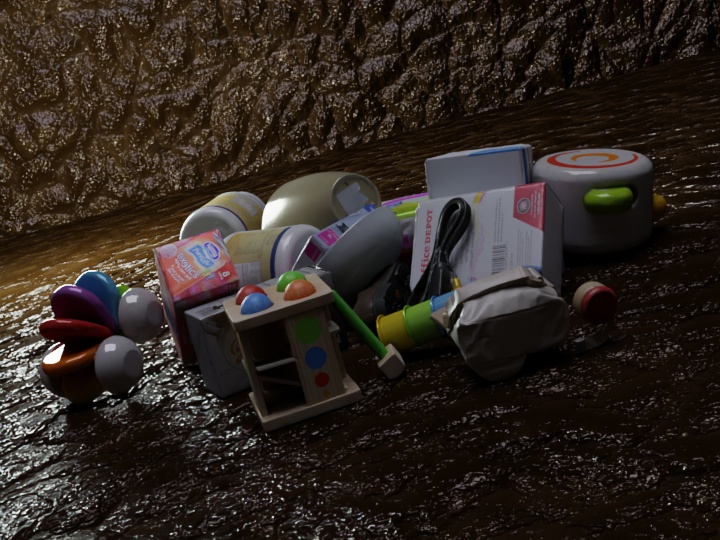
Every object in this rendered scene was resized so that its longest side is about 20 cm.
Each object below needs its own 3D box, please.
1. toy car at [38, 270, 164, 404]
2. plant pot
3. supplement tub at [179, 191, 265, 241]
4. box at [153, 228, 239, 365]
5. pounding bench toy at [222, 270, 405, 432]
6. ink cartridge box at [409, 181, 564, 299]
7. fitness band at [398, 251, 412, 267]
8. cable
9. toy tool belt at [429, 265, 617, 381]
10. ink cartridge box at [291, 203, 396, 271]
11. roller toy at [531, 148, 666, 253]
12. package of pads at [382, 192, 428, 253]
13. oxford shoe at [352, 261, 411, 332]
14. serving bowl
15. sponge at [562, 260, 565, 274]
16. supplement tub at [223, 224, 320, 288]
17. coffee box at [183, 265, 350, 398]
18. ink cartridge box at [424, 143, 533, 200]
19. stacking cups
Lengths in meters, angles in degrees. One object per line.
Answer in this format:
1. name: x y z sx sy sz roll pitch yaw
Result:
1. toy car: -0.403 0.088 1.600 0.173 0.150 0.202 -9 46 32
2. plant pot: -0.048 -0.090 1.823 0.186 0.189 0.200 -21 -2 -26
3. supplement tub: -0.271 -0.079 2.218 0.144 0.147 0.200 -11 14 17
4. box: -0.233 0.042 1.581 0.101 0.095 0.201 -18 -28 -16
5. pounding bench toy: -0.054 0.078 1.332 0.198 0.158 0.124 -17 13 -11
6. ink cartridge box: 0.178 -0.030 1.513 0.198 0.150 0.085 -7 -26 32
7. fitness band: 0.117 -0.020 1.796 0.142 0.038 0.200 -7 17 29
8. cable: 0.113 0.000 1.476 0.096 0.050 0.202 -20 48 40
9. toy tool belt: 0.190 0.044 1.285 0.198 0.126 0.123 -17 22 -11
10. ink cartridge box: -0.032 -0.032 1.667 0.199 0.042 0.120 -28 -24 -50
11. roller toy: 0.354 -0.102 1.649 0.181 0.142 0.199 9 22 37
12. package of pads: 0.129 -0.091 1.849 0.197 0.069 0.155 -12 15 5
13. oxford shoe: 0.031 0.038 1.589 0.084 0.073 0.200 -19 8 23
14. serving bowl: 0.000 0.000 1.637 0.200 0.066 0.200 -45 -15 -15
15. sponge: 0.198 -0.037 1.613 0.198 0.113 0.030 -8 15 26
16. supplement tub: -0.152 0.005 1.758 0.198 0.146 0.144 -5 17 37
17. coffee box: -0.128 0.081 1.494 0.198 0.116 0.079 -20 14 -24
18. ink cartridge box: 0.189 -0.145 1.665 0.144 0.087 0.200 -6 5 14
19. stacking cups: 0.120 0.053 1.379 0.198 0.061 0.061 -21 11 19
